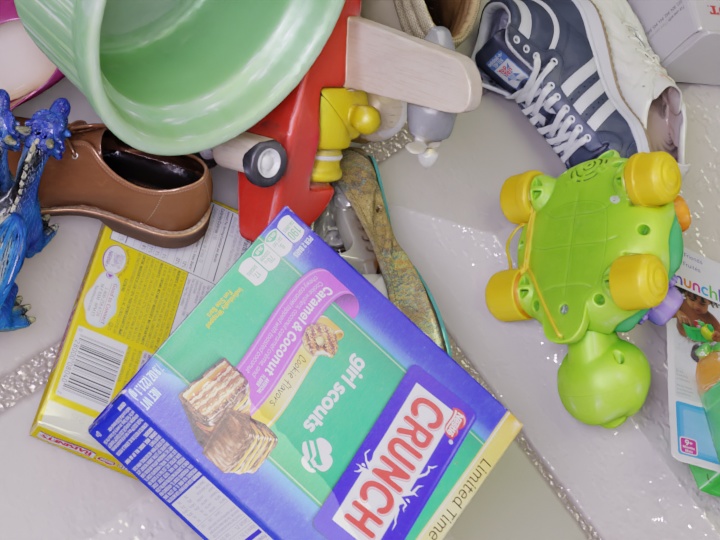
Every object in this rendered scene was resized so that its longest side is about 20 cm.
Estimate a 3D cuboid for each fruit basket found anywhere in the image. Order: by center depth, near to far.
[{"bbox_3d":[0.307,0.081,1.323,0.184,0.094,0.202,22,53,-19],"label":"fruit basket"}]

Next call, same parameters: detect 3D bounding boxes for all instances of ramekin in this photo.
[{"bbox_3d":[-0.105,-0.177,1.020,0.199,0.201,0.097,-26,50,-37],"label":"ramekin"}]

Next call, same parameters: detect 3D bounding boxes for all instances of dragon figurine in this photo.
[{"bbox_3d":[-0.218,-0.006,1.022,0.058,0.100,0.202,18,76,5],"label":"dragon figurine"}]

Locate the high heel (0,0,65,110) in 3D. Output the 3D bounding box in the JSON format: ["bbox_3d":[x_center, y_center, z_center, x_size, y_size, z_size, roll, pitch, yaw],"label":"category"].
[{"bbox_3d":[-0.223,-0.109,1.046,0.198,0.096,0.068,-25,122,-10],"label":"high heel"}]

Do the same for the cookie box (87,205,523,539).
[{"bbox_3d":[-0.030,0.094,1.056,0.200,0.075,0.171,42,57,-3],"label":"cookie box"}]

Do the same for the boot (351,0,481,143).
[{"bbox_3d":[0.025,-0.211,1.261,0.072,0.155,0.202,14,60,-24],"label":"boot"}]

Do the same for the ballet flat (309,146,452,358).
[{"bbox_3d":[0.000,0.000,1.185,0.070,0.071,0.201,1,52,-30],"label":"ballet flat"}]

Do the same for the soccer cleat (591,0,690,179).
[{"bbox_3d":[0.219,-0.146,1.393,0.069,0.078,0.202,4,64,-29],"label":"soccer cleat"}]

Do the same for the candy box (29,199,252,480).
[{"bbox_3d":[-0.133,0.033,1.125,0.102,0.026,0.202,26,56,-17],"label":"candy box"}]

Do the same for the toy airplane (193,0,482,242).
[{"bbox_3d":[-0.018,-0.135,1.158,0.141,0.199,0.202,21,42,-46],"label":"toy airplane"}]

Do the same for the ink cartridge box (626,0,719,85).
[{"bbox_3d":[0.289,-0.261,1.490,0.144,0.084,0.202,0,66,-30],"label":"ink cartridge box"}]

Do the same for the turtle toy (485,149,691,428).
[{"bbox_3d":[0.172,0.010,1.261,0.101,0.145,0.202,27,66,-44],"label":"turtle toy"}]

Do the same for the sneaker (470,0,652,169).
[{"bbox_3d":[0.148,-0.124,1.344,0.108,0.070,0.202,2,61,-32],"label":"sneaker"}]

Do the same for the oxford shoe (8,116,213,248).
[{"bbox_3d":[-0.187,-0.072,1.106,0.198,0.071,0.072,10,59,-7],"label":"oxford shoe"}]
